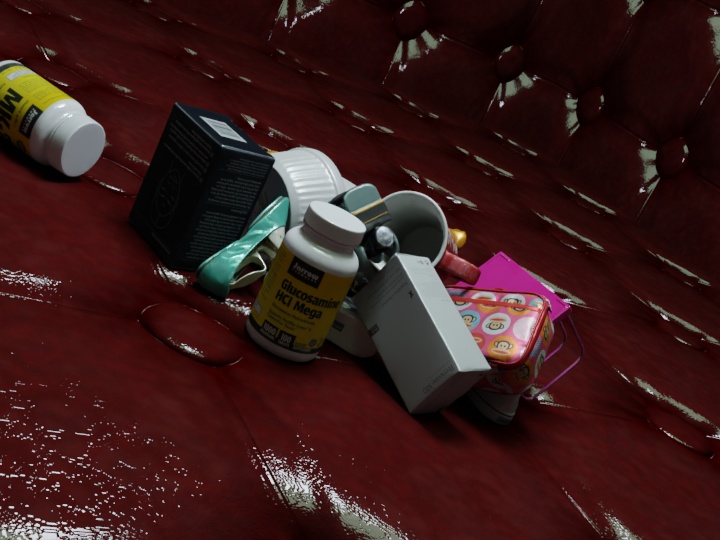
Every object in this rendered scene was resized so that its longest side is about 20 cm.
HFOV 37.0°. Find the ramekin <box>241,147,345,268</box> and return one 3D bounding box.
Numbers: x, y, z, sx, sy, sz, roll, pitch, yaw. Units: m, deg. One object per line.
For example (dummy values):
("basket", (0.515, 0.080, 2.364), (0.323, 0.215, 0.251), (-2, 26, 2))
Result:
("ramekin", (-0.122, -0.095, 1.723), (0.104, 0.202, 0.200), (-6, 36, -44))

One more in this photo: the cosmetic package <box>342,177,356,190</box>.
("cosmetic package", (-0.009, -0.108, 2.088), (0.199, 0.086, 0.107), (31, 18, 17))

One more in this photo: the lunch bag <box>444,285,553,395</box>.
("lunch bag", (0.186, 0.092, 1.609), (0.198, 0.082, 0.177), (5, 45, 31))

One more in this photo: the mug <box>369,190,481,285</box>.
("mug", (0.100, -0.021, 1.713), (0.179, 0.133, 0.200), (58, 6, 13))

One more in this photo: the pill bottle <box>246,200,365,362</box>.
("pill bottle", (-0.071, 0.013, 1.470), (0.111, 0.202, 0.113), (23, 18, -8))

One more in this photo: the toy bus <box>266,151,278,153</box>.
("toy bus", (-0.118, -0.118, 1.843), (0.201, 0.078, 0.065), (51, 32, 17))

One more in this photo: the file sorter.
("file sorter", (0.247, 0.094, 1.752), (0.200, 0.138, 0.126), (45, -12, 52))

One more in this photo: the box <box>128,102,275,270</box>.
("box", (-0.239, -0.121, 1.605), (0.106, 0.202, 0.148), (9, 25, -45))

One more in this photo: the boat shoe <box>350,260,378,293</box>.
("boat shoe", (0.000, 0.002, 1.725), (0.203, 0.060, 0.072), (58, -8, 31))

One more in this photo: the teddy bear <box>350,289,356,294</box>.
("teddy bear", (0.010, 0.008, 1.820), (0.198, 0.067, 0.145), (22, 21, -13))

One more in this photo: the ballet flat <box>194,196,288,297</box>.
("ballet flat", (-0.155, -0.028, 1.583), (0.070, 0.068, 0.200), (41, 58, 7))

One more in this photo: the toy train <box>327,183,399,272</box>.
("toy train", (-0.018, -0.052, 1.568), (0.085, 0.115, 0.200), (-25, 1, -28))

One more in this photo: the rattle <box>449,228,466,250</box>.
("rattle", (0.079, -0.062, 1.925), (0.200, 0.142, 0.131), (47, 36, -33))

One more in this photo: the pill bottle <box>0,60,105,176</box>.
("pill bottle", (-0.505, -0.238, 1.697), (0.199, 0.115, 0.114), (33, 19, 21))

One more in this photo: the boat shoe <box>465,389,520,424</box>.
("boat shoe", (0.181, 0.154, 1.657), (0.073, 0.066, 0.200), (10, 25, -42))

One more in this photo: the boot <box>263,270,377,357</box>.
("boot", (-0.053, 0.055, 1.606), (0.199, 0.073, 0.090), (36, 16, -3))

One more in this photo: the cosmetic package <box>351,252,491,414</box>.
("cosmetic package", (0.084, 0.090, 1.526), (0.081, 0.113, 0.201), (7, 46, -48))
